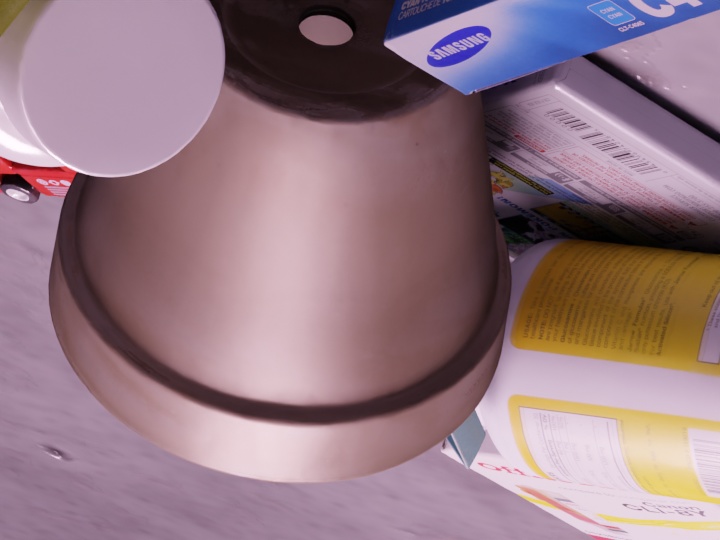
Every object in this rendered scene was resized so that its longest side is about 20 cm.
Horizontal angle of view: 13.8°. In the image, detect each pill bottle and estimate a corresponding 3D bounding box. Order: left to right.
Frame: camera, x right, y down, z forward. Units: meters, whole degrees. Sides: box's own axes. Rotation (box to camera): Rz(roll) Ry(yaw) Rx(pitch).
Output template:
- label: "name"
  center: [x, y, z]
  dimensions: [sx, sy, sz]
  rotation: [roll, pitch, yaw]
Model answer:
- label: "pill bottle"
  center: [-0.129, -0.105, 1.147]
  dimensions: [0.112, 0.112, 0.200]
  rotation: [33, -179, -34]
- label: "pill bottle"
  center: [0.123, 0.044, 1.354]
  dimensions: [0.200, 0.112, 0.112]
  rotation: [7, 157, 31]

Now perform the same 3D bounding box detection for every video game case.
- label: "video game case"
  center: [0.110, -0.034, 1.359]
  dimensions: [0.200, 0.022, 0.182]
  rotation: [29, 158, -28]

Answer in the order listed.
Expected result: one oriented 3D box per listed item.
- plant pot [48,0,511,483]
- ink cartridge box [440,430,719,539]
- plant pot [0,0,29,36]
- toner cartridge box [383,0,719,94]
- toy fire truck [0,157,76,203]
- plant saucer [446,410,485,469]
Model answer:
- label: "plant pot"
  center: [-0.024, -0.041, 1.228]
  dimensions: [0.200, 0.200, 0.174]
  rotation: [17, 138, 4]
- label: "ink cartridge box"
  center: [0.156, 0.092, 1.529]
  dimensions: [0.145, 0.084, 0.200]
  rotation: [5, 163, 37]
- label: "plant pot"
  center: [-0.163, -0.161, 1.009]
  dimensions: [0.200, 0.193, 0.200]
  rotation: [17, 161, 6]
- label: "toner cartridge box"
  center: [0.089, -0.128, 1.016]
  dimensions: [0.043, 0.095, 0.200]
  rotation: [29, 158, -25]
- label: "toy fire truck"
  center: [-0.138, -0.081, 1.416]
  dimensions: [0.200, 0.049, 0.141]
  rotation: [5, 156, 36]
- label: "plant saucer"
  center: [0.000, 0.000, 1.354]
  dimensions: [0.200, 0.019, 0.070]
  rotation: [57, 176, 33]
